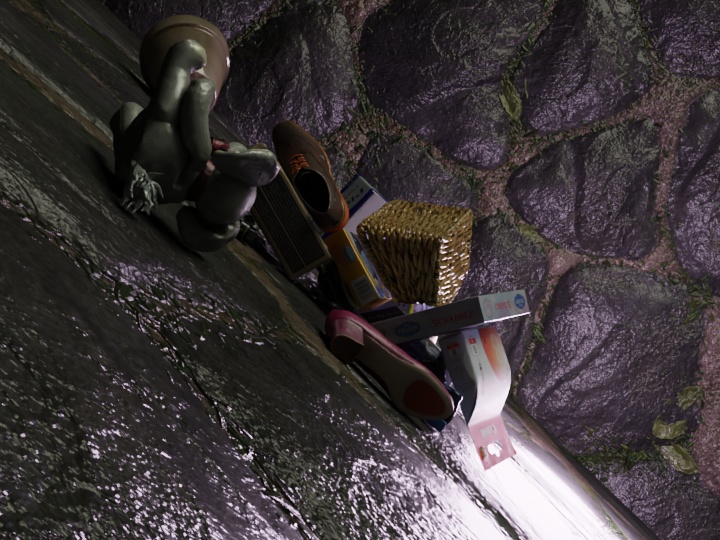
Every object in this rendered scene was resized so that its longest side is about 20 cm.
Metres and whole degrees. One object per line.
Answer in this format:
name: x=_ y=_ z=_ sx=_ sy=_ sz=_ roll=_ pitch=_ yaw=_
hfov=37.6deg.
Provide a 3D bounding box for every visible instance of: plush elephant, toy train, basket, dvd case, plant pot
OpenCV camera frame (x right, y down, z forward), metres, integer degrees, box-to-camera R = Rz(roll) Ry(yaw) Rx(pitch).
plush elephant: x=-0.170 y=-0.113 z=1.117 sx=0.154 sy=0.165 sz=0.201 roll=26 pitch=41 yaw=-30
toy train: x=-0.195 y=-0.094 z=1.564 sx=0.046 sy=0.034 sz=0.200 roll=27 pitch=13 yaw=-30
basket: x=0.088 y=-0.023 z=1.731 sx=0.148 sy=0.144 sz=0.200 roll=9 pitch=20 yaw=18
dvd case: x=0.081 y=0.130 z=1.713 sx=0.200 sy=0.025 sz=0.150 roll=46 pitch=22 yaw=18
plant pot: x=-0.371 y=-0.417 z=2.259 sx=0.200 sy=0.200 sz=0.174 roll=41 pitch=20 yaw=-35

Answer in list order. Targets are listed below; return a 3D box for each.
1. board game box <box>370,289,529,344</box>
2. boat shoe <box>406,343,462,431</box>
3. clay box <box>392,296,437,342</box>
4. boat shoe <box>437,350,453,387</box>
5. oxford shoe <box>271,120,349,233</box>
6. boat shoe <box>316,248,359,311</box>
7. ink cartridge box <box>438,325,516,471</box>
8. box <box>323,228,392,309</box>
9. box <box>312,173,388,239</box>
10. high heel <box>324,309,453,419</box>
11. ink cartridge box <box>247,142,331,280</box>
board game box: x=0.132 y=0.075 z=1.611 sx=0.199 sy=0.199 sz=0.041 roll=-4 pitch=79 yaw=-61
boat shoe: x=0.098 y=0.161 z=1.528 sx=0.084 sy=0.069 sz=0.200 roll=41 pitch=5 yaw=-35
clay box: x=0.108 y=0.054 z=1.871 sx=0.047 sy=0.201 sz=0.115 roll=9 pitch=-18 yaw=35
boat shoe: x=0.157 y=0.148 z=1.664 sx=0.065 sy=0.074 sz=0.200 roll=36 pitch=23 yaw=1
oxford shoe: x=-0.080 y=-0.152 z=1.575 sx=0.201 sy=0.071 sz=0.073 roll=58 pitch=4 yaw=22
boat shoe: x=-0.039 y=0.021 z=1.713 sx=0.072 sy=0.060 sz=0.201 roll=58 pitch=7 yaw=-23
ink cartridge box: x=0.193 y=0.185 z=1.581 sx=0.162 sy=0.050 sz=0.201 roll=0 pitch=67 yaw=-65
box: x=0.000 y=0.000 z=1.648 sx=0.120 sy=0.041 sz=0.200 roll=62 pitch=8 yaw=4
box: x=-0.017 y=-0.103 z=2.368 sx=0.105 sy=0.184 sz=0.200 roll=43 pitch=3 yaw=-19
high heel: x=0.040 y=0.117 z=1.377 sx=0.200 sy=0.067 sz=0.096 roll=39 pitch=15 yaw=-17
ink cartridge box: x=-0.129 y=-0.094 z=1.616 sx=0.165 sy=0.075 sz=0.200 roll=62 pitch=-4 yaw=-20
